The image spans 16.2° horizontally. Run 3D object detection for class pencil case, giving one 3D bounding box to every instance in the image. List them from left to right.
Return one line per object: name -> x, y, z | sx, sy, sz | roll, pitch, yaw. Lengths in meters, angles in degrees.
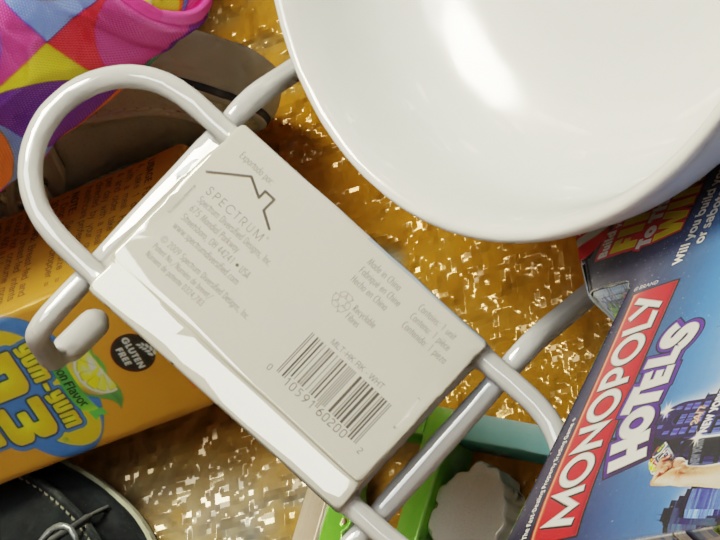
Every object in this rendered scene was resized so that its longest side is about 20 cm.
pencil case -> -0.140, -0.060, 0.821 | 0.200, 0.088, 0.089 | -34, 56, 26

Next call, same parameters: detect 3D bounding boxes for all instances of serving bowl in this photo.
serving bowl -> 0.063, -0.108, 0.722 | 0.200, 0.066, 0.201 | 1, 91, 45

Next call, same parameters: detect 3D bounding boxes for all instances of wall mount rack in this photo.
wall mount rack -> 0.000, 0.000, 0.771 | 0.200, 0.075, 0.174 | 42, 81, 10

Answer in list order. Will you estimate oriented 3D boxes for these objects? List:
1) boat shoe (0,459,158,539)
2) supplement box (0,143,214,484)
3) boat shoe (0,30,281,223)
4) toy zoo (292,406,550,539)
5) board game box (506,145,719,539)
boat shoe -> -0.098, 0.121, 0.828 | 0.075, 0.062, 0.200 | -46, 42, 10
supplement box -> -0.132, 0.031, 0.872 | 0.199, 0.067, 0.069 | -23, 30, 15
boat shoe -> -0.117, -0.038, 0.909 | 0.201, 0.075, 0.086 | 1, 71, 36
toy zoo -> 0.059, 0.114, 0.767 | 0.199, 0.020, 0.132 | 9, 76, 35
board game box -> 0.125, 0.011, 0.668 | 0.199, 0.062, 0.200 | -18, 33, 48
